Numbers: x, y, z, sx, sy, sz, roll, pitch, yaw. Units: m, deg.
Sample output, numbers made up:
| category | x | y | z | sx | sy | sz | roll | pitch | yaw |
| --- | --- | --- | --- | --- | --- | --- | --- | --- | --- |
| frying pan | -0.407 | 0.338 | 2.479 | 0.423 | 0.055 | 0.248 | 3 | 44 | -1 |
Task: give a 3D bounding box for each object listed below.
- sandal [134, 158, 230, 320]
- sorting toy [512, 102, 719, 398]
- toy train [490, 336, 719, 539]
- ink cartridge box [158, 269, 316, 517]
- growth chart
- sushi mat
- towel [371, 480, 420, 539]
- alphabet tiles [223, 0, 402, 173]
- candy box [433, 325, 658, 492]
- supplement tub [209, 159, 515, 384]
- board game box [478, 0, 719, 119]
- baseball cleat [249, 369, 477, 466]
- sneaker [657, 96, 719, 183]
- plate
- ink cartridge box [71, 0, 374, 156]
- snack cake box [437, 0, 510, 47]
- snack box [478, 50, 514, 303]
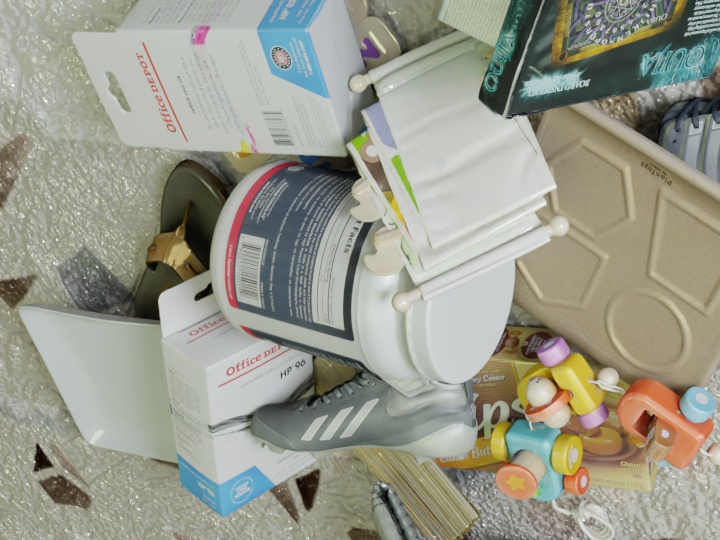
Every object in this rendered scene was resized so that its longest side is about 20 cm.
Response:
| category | x | y | z | sx | sy | sz | roll | pitch | yaw |
| --- | --- | --- | --- | --- | --- | --- | --- | --- | --- |
| sandal | -0.163 | -0.007 | 1.065 | 0.081 | 0.055 | 0.201 | 36 | 129 | 4 |
| sorting toy | 0.184 | -0.012 | 0.842 | 0.184 | 0.036 | 0.201 | 37 | 140 | 22 |
| toy train | 0.168 | 0.136 | 0.891 | 0.150 | 0.056 | 0.201 | 39 | 138 | 13 |
| ink cartridge box | -0.103 | 0.097 | 1.051 | 0.067 | 0.115 | 0.202 | 27 | 132 | 40 |
| growth chart | 0.057 | -0.077 | 0.820 | 0.143 | 0.202 | 0.018 | -18 | 151 | 10 |
| sushi mat | 0.022 | 0.154 | 1.048 | 0.200 | 0.012 | 0.096 | 49 | 144 | 15 |
| towel | 0.058 | 0.305 | 1.047 | 0.193 | 0.034 | 0.201 | 83 | 161 | -57 |
| alphabet tiles | -0.066 | -0.167 | 0.945 | 0.195 | 0.015 | 0.201 | -33 | 101 | 36 |
| candy box | 0.139 | 0.108 | 0.984 | 0.198 | 0.055 | 0.117 | 4 | 120 | 25 |
| supplement tub | 0.000 | 0.000 | 0.901 | 0.198 | 0.140 | 0.142 | 14 | 125 | 33 |
| board game box | 0.166 | -0.166 | 0.722 | 0.028 | 0.198 | 0.136 | 46 | 135 | 33 |
| baseball cleat | -0.001 | 0.100 | 0.983 | 0.197 | 0.070 | 0.108 | 0 | 108 | 19 |
| sneaker | 0.245 | -0.089 | 0.804 | 0.081 | 0.074 | 0.200 | 43 | 126 | 1 |
| plate | -0.206 | 0.107 | 1.151 | 0.198 | 0.032 | 0.201 | 6 | 135 | 23 |
| ink cartridge box | -0.101 | -0.151 | 0.903 | 0.198 | 0.068 | 0.116 | 5 | 138 | 23 |
| snack cake box | 0.138 | -0.232 | 0.765 | 0.114 | 0.067 | 0.202 | 28 | 124 | 11 |
| snack box | 0.097 | -0.067 | 0.918 | 0.071 | 0.024 | 0.202 | -9 | 114 | 32 |
